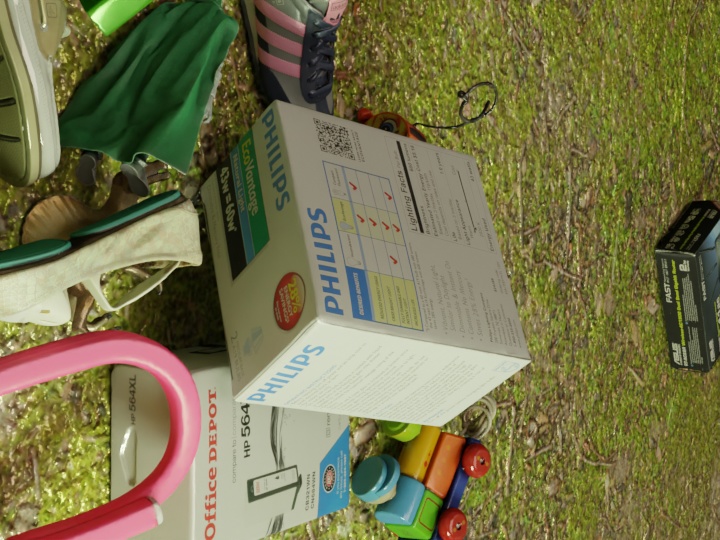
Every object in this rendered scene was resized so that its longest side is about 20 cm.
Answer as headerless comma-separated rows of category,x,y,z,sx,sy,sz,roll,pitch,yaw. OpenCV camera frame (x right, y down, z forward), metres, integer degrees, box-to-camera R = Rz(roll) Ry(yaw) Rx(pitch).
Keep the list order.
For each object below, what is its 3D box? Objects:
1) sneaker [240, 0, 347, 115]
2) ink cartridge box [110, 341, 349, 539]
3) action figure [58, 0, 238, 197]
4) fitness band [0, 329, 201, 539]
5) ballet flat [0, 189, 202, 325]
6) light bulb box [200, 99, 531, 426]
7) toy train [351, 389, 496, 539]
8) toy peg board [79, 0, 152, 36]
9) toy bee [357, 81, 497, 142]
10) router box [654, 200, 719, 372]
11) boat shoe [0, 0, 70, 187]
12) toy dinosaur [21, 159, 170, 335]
sneaker,-0.044,-0.196,1.109,0.070,0.082,0.201,-45,130,-43
ink cartridge box,-0.098,0.134,1.071,0.200,0.084,0.147,-8,101,-55
action figure,-0.140,-0.139,0.978,0.055,0.117,0.201,91,17,-50
fitness band,-0.198,0.119,0.904,0.199,0.037,0.144,-17,109,-28
ballet flat,-0.184,0.003,0.881,0.199,0.067,0.063,-23,104,-33
light bulb box,0.000,0.000,1.045,0.199,0.125,0.199,12,51,-34
toy train,0.067,0.163,1.332,0.116,0.084,0.201,42,59,-34
toy peg board,-0.184,-0.263,0.848,0.098,0.199,0.200,-35,135,2
toy bee,0.027,-0.094,1.232,0.200,0.109,0.131,-42,140,-14
router box,0.486,0.022,1.935,0.150,0.062,0.201,-44,128,-43
boat shoe,-0.219,-0.156,0.864,0.068,0.074,0.201,-28,116,-45
toy dinosaur,-0.204,0.001,0.941,0.200,0.058,0.101,-42,111,-30
